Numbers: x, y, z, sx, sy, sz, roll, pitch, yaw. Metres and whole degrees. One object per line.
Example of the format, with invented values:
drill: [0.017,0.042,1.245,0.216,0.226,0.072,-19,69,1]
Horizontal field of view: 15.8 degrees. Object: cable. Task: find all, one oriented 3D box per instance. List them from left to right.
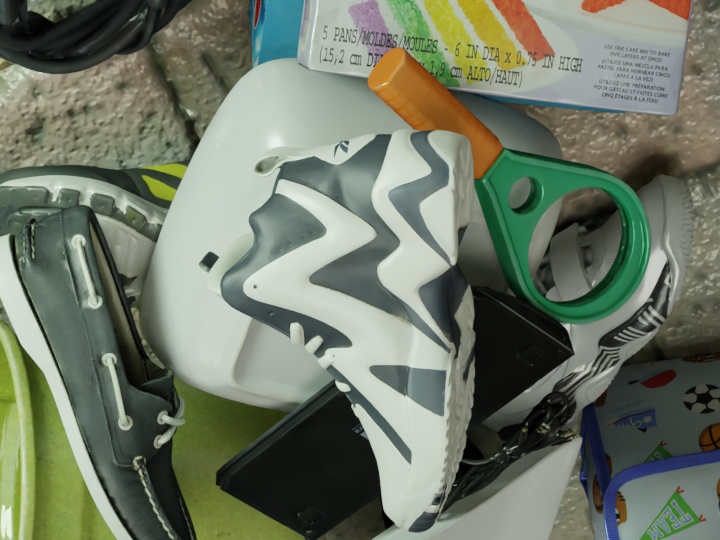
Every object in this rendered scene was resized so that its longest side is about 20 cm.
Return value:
cable: [-0.124,-0.166,1.282,0.163,0.051,0.200,-30,161,-16]

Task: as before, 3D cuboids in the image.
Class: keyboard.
keyboard: [0.031,0.083,1.353,0.127,0.021,0.200,34,124,-31]

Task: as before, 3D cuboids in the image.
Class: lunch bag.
lunch bag: [0.217,0.136,1.484,0.169,0.200,0.124,-9,128,3]

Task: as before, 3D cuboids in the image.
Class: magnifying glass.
magnifying glass: [0.075,-0.043,1.283,0.200,0.022,0.080,40,85,-33]

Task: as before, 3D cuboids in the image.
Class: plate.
plate: [0.030,0.189,1.475,0.200,0.032,0.200,-30,151,-32]

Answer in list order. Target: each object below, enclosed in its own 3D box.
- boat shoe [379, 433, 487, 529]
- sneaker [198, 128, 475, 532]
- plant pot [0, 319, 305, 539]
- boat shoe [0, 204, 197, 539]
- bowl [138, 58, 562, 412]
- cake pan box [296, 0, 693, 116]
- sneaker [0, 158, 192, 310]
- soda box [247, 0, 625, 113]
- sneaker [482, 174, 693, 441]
boat shoe: [0.054,0.175,1.587,0.073,0.063,0.202,-8,126,3]
sneaker: [-0.014,0.027,1.252,0.129,0.080,0.200,5,115,12]
plant pot: [-0.129,0.130,1.471,0.184,0.201,0.201,3,128,-22]
boat shoe: [-0.124,0.064,1.331,0.060,0.076,0.200,-24,103,6]
bowl: [0.000,0.000,1.345,0.199,0.075,0.200,13,120,-21]
cake pan box: [0.070,-0.178,1.274,0.199,0.052,0.185,8,96,-9]
sneaker: [-0.110,-0.023,1.400,0.199,0.085,0.075,11,120,-18]
soda box: [0.045,-0.134,1.346,0.199,0.064,0.068,4,127,-10]
sneaker: [0.099,0.016,1.458,0.115,0.075,0.200,19,126,-21]
